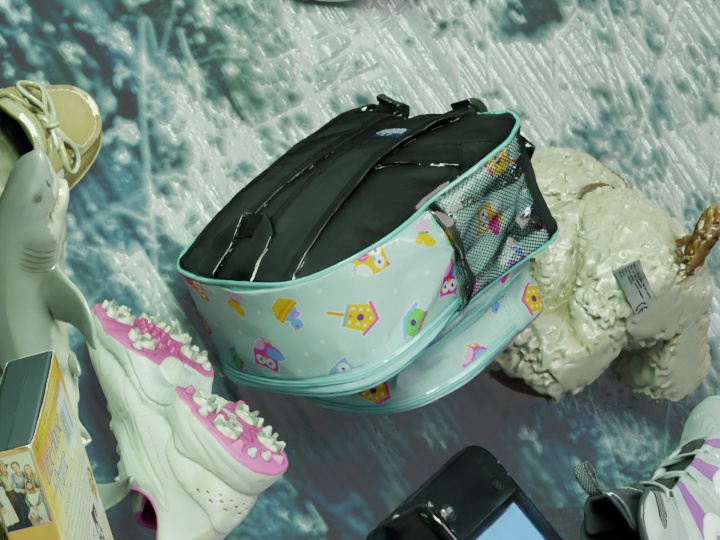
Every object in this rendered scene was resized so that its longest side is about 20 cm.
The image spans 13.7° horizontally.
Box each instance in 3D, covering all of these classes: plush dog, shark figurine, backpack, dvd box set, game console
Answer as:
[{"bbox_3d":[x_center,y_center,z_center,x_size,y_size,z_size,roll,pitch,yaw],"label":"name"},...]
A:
[{"bbox_3d":[0.147,-0.018,1.965,0.199,0.161,0.172,0,36,-44],"label":"plush dog"},{"bbox_3d":[-0.193,0.050,1.660,0.089,0.128,0.216,-8,85,-18],"label":"shark figurine"},{"bbox_3d":[0.000,0.000,1.777,0.200,0.175,0.154,-32,117,-38],"label":"backpack"},{"bbox_3d":[-0.145,0.156,1.530,0.146,0.029,0.201,-96,171,-72],"label":"dvd box set"},{"bbox_3d":[0.110,0.191,1.683,0.200,0.116,0.176,51,42,1],"label":"game console"}]

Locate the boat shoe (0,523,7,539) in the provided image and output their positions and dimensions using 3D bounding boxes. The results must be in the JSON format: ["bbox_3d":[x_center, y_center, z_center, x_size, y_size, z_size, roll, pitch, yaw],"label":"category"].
[{"bbox_3d":[-0.190,0.200,1.523,0.073,0.063,0.201,-6,69,-16],"label":"boat shoe"}]

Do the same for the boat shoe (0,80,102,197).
[{"bbox_3d":[-0.210,-0.066,1.713,0.200,0.063,0.073,-23,80,-48],"label":"boat shoe"}]

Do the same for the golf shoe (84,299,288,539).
[{"bbox_3d":[-0.115,0.086,1.665,0.075,0.092,0.200,21,14,-33],"label":"golf shoe"}]

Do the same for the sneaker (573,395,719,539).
[{"bbox_3d":[0.191,0.144,1.924,0.140,0.078,0.201,29,46,-26],"label":"sneaker"}]
